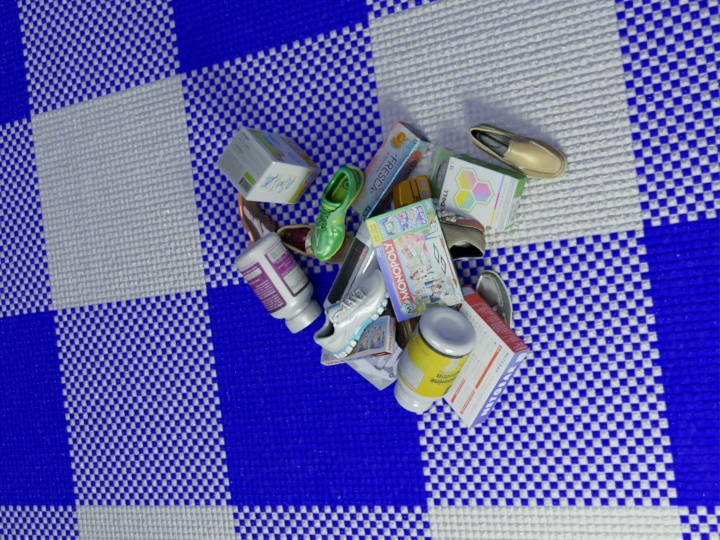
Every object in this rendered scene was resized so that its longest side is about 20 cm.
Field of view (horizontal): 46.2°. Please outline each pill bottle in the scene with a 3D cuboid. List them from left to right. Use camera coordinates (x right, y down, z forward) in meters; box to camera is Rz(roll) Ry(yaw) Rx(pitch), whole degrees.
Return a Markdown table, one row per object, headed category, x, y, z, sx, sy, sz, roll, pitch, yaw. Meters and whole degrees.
| category | x | y | z | sx | sy | sz | roll | pitch | yaw |
| --- | --- | --- | --- | --- | --- | --- | --- | --- | --- |
| pill bottle | -0.170 | 0.028 | 1.793 | 0.111 | 0.112 | 0.201 | -30 | 101 | 24 |
| pill bottle | 0.132 | 0.172 | 1.575 | 0.112 | 0.112 | 0.201 | 40 | 133 | 19 |

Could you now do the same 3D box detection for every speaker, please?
| category | x | y | z | sx | sy | sz | roll | pitch | yaw |
| --- | --- | --- | --- | --- | --- | --- | --- | --- | --- |
| speaker | 0.000 | 0.000 | 1.710 | 0.081 | 0.081 | 0.202 | 32 | 105 | 21 |

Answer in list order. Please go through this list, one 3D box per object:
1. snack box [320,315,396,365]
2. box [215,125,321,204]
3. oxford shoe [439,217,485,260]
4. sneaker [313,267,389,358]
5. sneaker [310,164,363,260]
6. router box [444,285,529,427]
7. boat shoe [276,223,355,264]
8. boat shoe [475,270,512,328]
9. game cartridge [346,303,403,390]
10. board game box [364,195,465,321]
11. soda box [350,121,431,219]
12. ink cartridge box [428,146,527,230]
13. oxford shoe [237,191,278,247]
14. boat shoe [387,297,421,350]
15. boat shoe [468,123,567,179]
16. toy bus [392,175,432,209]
| category | x | y | z | sx | sy | sz | roll | pitch | yaw |
| --- | --- | --- | --- | --- | --- | --- | --- | --- | --- |
| snack box | -0.007 | 0.141 | 1.680 | 0.199 | 0.024 | 0.073 | -16 | 60 | 46 |
| box | -0.189 | -0.216 | 1.764 | 0.113 | 0.199 | 0.102 | 48 | 110 | 18 |
| oxford shoe | 0.142 | -0.057 | 1.594 | 0.196 | 0.075 | 0.071 | -2 | 134 | -1 |
| sneaker | -0.020 | 0.077 | 1.641 | 0.201 | 0.086 | 0.075 | -56 | 36 | 9 |
| sneaker | -0.060 | -0.121 | 1.696 | 0.073 | 0.083 | 0.203 | 23 | 99 | 24 |
| router box | 0.208 | 0.165 | 1.614 | 0.180 | 0.048 | 0.202 | 49 | 130 | 32 |
| boat shoe | -0.095 | -0.057 | 1.781 | 0.198 | 0.066 | 0.075 | 8 | 90 | 35 |
| boat shoe | 0.256 | 0.101 | 1.636 | 0.071 | 0.060 | 0.205 | -8 | 89 | 26 |
| game cartridge | 0.063 | 0.135 | 1.713 | 0.133 | 0.041 | 0.201 | 38 | 104 | 12 |
| board game box | 0.102 | -0.020 | 1.569 | 0.133 | 0.029 | 0.203 | -18 | 95 | 14 |
| soda box | 0.056 | -0.201 | 1.720 | 0.068 | 0.063 | 0.201 | 42 | 110 | 19 |
| ink cartridge box | 0.213 | -0.162 | 1.639 | 0.198 | 0.059 | 0.105 | 23 | 112 | 24 |
| oxford shoe | -0.220 | -0.104 | 1.866 | 0.072 | 0.071 | 0.203 | -15 | 92 | 9 |
| boat shoe | 0.091 | 0.051 | 1.651 | 0.072 | 0.067 | 0.203 | 158 | 102 | -67 |
| boat shoe | 0.292 | -0.225 | 1.595 | 0.198 | 0.076 | 0.073 | 23 | 102 | 23 |
| toy bus | 0.117 | -0.080 | 1.678 | 0.077 | 0.065 | 0.203 | -15 | 90 | -12 |
